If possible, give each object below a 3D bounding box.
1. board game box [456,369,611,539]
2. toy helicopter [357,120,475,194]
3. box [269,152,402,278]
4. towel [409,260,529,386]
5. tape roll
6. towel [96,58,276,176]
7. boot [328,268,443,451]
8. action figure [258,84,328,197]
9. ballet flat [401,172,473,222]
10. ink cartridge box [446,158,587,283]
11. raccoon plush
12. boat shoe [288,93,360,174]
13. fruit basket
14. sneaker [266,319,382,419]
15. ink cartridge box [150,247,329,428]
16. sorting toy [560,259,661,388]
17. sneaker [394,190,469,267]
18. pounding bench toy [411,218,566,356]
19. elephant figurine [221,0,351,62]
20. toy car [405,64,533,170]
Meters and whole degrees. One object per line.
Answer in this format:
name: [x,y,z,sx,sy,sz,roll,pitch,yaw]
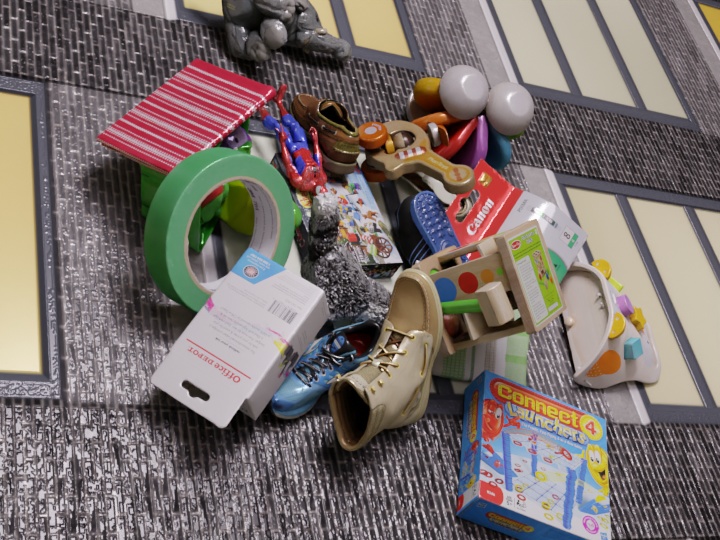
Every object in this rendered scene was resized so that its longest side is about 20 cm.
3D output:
board game box: [0.228,0.255,1.396,0.198,0.056,0.197,23,46,-15]
toy helicopter: [0.095,-0.165,1.546,0.132,0.080,0.199,-35,48,-26]
box: [-0.037,-0.078,1.516,0.135,0.038,0.202,-4,57,-34]
towel: [0.148,0.079,1.481,0.198,0.031,0.151,13,77,-25]
tape roll: [-0.168,-0.046,1.302,0.048,0.203,0.199,20,29,40]
towel: [-0.218,-0.195,1.361,0.143,0.023,0.200,24,53,29]
boot: [0.029,0.106,1.288,0.072,0.203,0.155,16,17,30]
action figure: [-0.092,-0.178,1.505,0.065,0.052,0.202,-7,61,-39]
ballet flat: [0.097,-0.153,1.633,0.200,0.068,0.062,41,4,4]
ink cartridge box: [0.225,-0.052,1.595,0.200,0.050,0.162,40,67,-11]
raccoon plush: [0.000,0.000,1.376,0.132,0.202,0.097,-3,42,-18]
boat shoe: [-0.046,-0.219,1.569,0.071,0.069,0.200,-1,35,-30]
fruit basket: [-0.168,-0.120,1.405,0.212,0.157,0.217,6,45,-6]
sneaker: [-0.048,0.108,1.318,0.199,0.090,0.079,-29,72,-41]
ink cartridge box: [-0.138,0.088,1.246,0.114,0.068,0.201,28,67,18]
sorting toy: [0.393,0.088,1.628,0.179,0.106,0.202,29,41,-36]
sneaker: [0.107,-0.012,1.535,0.069,0.078,0.203,-17,87,-28]
pounding bench toy: [0.142,0.032,1.351,0.199,0.155,0.126,-25,96,-59]
elephant figurine: [-0.121,-0.397,1.683,0.140,0.157,0.199,6,19,31]
toy car: [0.167,-0.224,1.694,0.198,0.175,0.152,15,78,-21]
